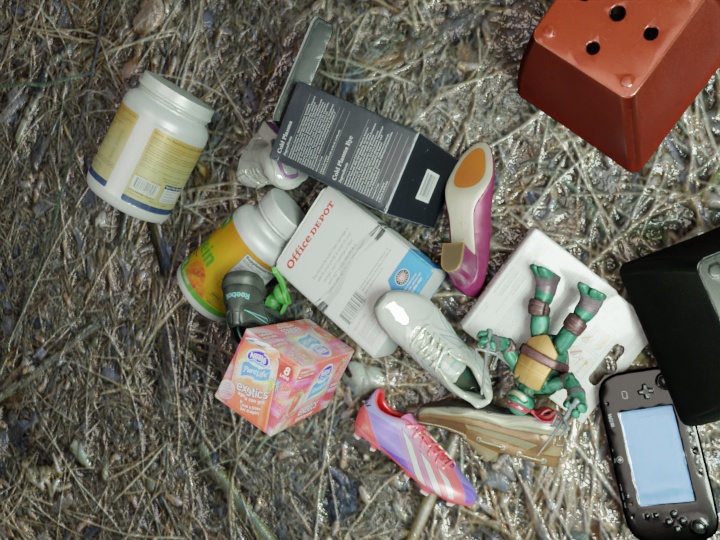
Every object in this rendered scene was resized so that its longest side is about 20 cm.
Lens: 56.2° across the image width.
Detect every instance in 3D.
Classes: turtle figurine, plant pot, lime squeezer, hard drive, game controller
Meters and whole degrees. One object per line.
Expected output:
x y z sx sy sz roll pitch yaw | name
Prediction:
0.211 0.104 0.808 0.147 0.100 0.204 24 91 20 | turtle figurine
0.414 0.041 0.702 0.196 0.177 0.204 -21 78 9 | plant pot
-0.135 0.038 1.006 0.200 0.069 0.039 -43 39 51 | lime squeezer
-0.086 -0.272 0.954 0.032 0.200 0.142 22 98 -11 | hard drive
0.303 -0.267 0.787 0.199 0.176 0.202 40 102 19 | plant pot
0.355 0.221 0.808 0.102 0.042 0.205 -13 82 16 | game controller

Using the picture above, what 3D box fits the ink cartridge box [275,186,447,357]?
0.000 0.000 0.952 0.199 0.086 0.148 40 102 21 | ink cartridge box

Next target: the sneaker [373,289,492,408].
0.100 0.099 0.861 0.199 0.080 0.071 40 98 -13 | sneaker

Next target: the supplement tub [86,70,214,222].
-0.331 -0.196 1.075 0.143 0.144 0.203 35 100 21 | supplement tub

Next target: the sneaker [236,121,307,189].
-0.133 -0.147 0.983 0.075 0.201 0.100 39 101 -26 | sneaker

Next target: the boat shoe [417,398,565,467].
0.166 0.213 0.877 0.196 0.075 0.074 4 91 25 | boat shoe

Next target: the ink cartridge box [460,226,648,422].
0.253 0.068 0.872 0.199 0.050 0.162 37 101 2 | ink cartridge box

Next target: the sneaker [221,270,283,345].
-0.157 0.079 0.957 0.073 0.201 0.081 -6 60 5 | sneaker

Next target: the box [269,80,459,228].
0.013 -0.148 0.893 0.180 0.199 0.106 27 99 21 | box

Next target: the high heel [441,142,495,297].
0.159 -0.068 0.919 0.066 0.096 0.204 -3 65 31 | high heel

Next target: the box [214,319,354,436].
-0.096 0.138 0.922 0.093 0.199 0.104 29 98 16 | box

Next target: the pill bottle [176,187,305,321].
-0.173 -0.027 1.015 0.199 0.111 0.112 -41 73 16 | pill bottle

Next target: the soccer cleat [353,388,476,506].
0.078 0.242 0.919 0.198 0.066 0.078 31 97 25 | soccer cleat
